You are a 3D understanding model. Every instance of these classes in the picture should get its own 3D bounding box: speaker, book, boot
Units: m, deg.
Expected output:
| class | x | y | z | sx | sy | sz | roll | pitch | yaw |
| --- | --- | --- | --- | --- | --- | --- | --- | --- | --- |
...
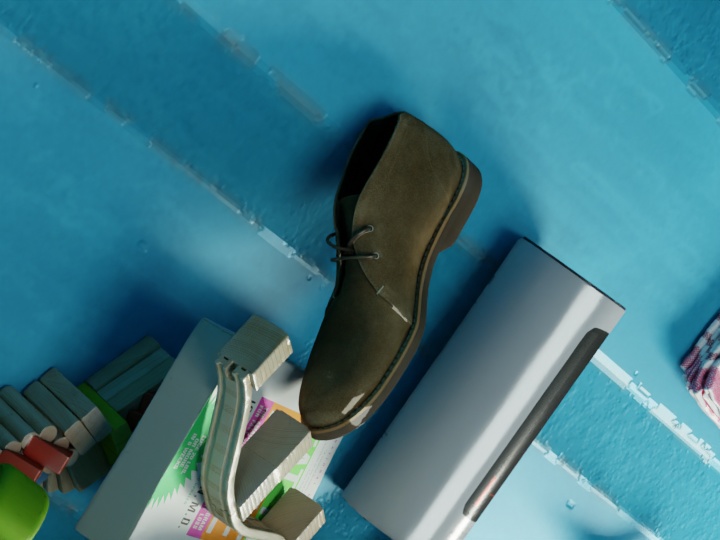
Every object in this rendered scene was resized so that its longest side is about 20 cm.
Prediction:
| class | x | y | z | sx | sy | sz | roll | pitch | yaw |
| --- | --- | --- | --- | --- | --- | --- | --- | --- | --- |
| speaker | 0.074 | 0.082 | 1.611 | 0.200 | 0.081 | 0.081 | -55 | 138 | 2 |
| book | -0.077 | 0.106 | 1.474 | 0.134 | 0.048 | 0.200 | -60 | 158 | 0 |
| boot | 0.000 | 0.000 | 1.470 | 0.075 | 0.073 | 0.200 | 45 | 56 | -37 |

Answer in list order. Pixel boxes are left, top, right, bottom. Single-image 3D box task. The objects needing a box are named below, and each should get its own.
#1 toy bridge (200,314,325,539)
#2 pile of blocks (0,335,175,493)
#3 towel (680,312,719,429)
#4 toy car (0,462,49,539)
| class | x | y | z | sx | sy | sz | roll | pitch | yaw |
| --- | --- | --- | --- | --- | --- | --- | --- | --- | --- |
| toy bridge | -0.057 | 0.108 | 1.429 | 0.067 | 0.027 | 0.200 | -47 | 153 | -25 |
| pile of blocks | -0.168 | 0.101 | 1.421 | 0.199 | 0.062 | 0.082 | -14 | 125 | -34 |
| towel | 0.316 | 0.034 | 1.830 | 0.200 | 0.030 | 0.146 | -51 | 139 | -3 |
| toy car | -0.286 | 0.151 | 1.303 | 0.164 | 0.158 | 0.200 | 40 | 116 | -18 |
